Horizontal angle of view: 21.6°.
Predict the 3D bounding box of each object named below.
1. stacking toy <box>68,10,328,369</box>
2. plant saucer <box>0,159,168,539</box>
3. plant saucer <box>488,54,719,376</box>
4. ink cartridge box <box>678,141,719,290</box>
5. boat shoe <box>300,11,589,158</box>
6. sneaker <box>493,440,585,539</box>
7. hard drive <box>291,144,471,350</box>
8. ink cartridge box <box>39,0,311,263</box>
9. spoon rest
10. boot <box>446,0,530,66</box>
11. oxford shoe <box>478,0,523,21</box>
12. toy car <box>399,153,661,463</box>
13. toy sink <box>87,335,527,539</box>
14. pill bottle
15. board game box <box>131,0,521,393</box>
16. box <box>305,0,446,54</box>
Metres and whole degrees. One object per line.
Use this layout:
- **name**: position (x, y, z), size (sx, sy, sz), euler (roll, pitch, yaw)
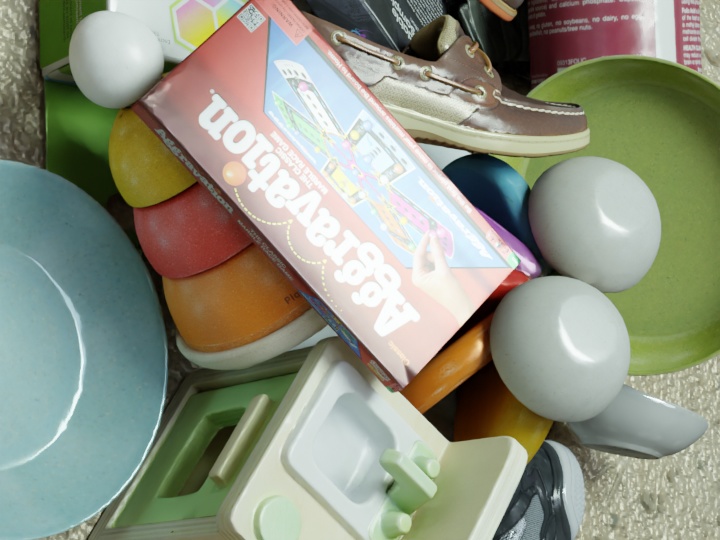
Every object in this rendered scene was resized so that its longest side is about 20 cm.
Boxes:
- **stacking toy**: position (-0.084, -0.060, 1.019), size (0.200, 0.146, 0.146), euler (55, 51, -24)
- **plant saucer**: position (-0.193, 0.043, 0.999), size (0.201, 0.039, 0.202), euler (9, 76, -40)
- **plant saucer**: position (0.172, -0.035, 1.177), size (0.031, 0.199, 0.201), euler (-22, 96, -61)
- **ink cartridge box**: position (0.198, -0.034, 1.271), size (0.037, 0.200, 0.095), euler (-18, 93, -16)
- **boat shoe**: position (0.047, -0.108, 1.070), size (0.199, 0.072, 0.072), euler (7, 98, -24)
- **sneaker**: position (0.082, 0.195, 1.190), size (0.114, 0.075, 0.201), euler (21, 62, -36)
- **hard drive**: position (0.000, 0.000, 1.165), size (0.132, 0.027, 0.201), euler (27, 73, -32)
- **ink cartridge box**: position (-0.103, -0.108, 1.085), size (0.147, 0.076, 0.201), euler (6, 76, -40)
- **spoon rest**: position (0.133, 0.080, 1.228), size (0.199, 0.099, 0.061), euler (13, 80, -18)
- **boot**: position (0.122, -0.157, 1.316), size (0.130, 0.068, 0.201), euler (-24, 97, -30)
- **oxford shoe**: position (0.076, -0.253, 1.224), size (0.071, 0.072, 0.201), euler (22, 44, -51)
- **toy car**: position (0.069, 0.016, 1.095), size (0.150, 0.175, 0.200), euler (28, 56, -12)
- **toy sink**: position (-0.033, 0.120, 1.016), size (0.112, 0.200, 0.131), euler (46, 55, -25)
- **pill bottle**: position (0.165, -0.185, 1.240), size (0.114, 0.114, 0.201), euler (-6, 95, -42)
- **board game box**: position (-0.015, -0.044, 0.984), size (0.200, 0.019, 0.103), euler (47, 67, -7)
- **box**: position (0.006, -0.196, 1.160), size (0.143, 0.036, 0.200), euler (51, 26, -37)
